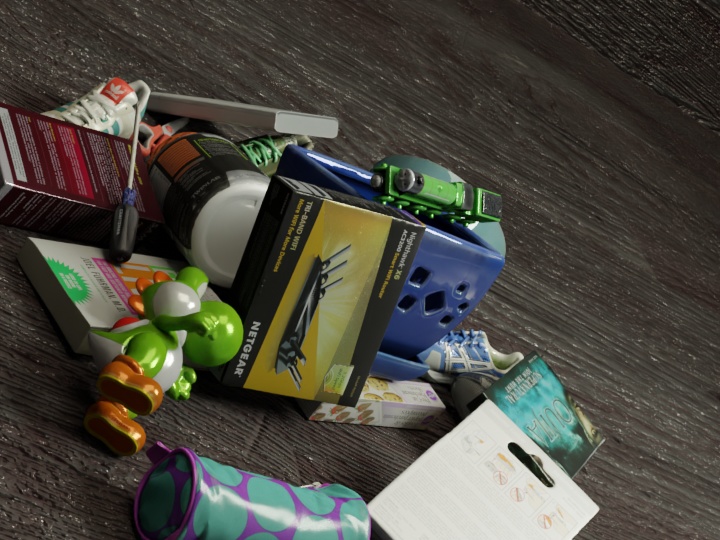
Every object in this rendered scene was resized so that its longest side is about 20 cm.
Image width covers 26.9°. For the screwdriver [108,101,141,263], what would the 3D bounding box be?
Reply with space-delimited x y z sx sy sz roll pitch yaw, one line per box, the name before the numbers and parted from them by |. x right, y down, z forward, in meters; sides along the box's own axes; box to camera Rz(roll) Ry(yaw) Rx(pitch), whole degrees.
screwdriver | -0.227 -0.094 1.505 0.028 0.029 0.201 32 49 -37

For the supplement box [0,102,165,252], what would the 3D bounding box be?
supplement box | -0.299 -0.092 1.506 0.199 0.061 0.109 14 46 -46

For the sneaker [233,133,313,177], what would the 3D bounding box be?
sneaker | -0.123 -0.143 1.845 0.077 0.088 0.200 56 25 6

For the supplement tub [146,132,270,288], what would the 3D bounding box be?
supplement tub | -0.156 -0.071 1.599 0.122 0.123 0.200 25 10 -31

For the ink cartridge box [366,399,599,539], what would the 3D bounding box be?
ink cartridge box | 0.113 0.240 1.460 0.160 0.047 0.200 44 52 12

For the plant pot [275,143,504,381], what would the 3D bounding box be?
plant pot | 0.000 0.000 1.624 0.199 0.181 0.200 20 13 -36

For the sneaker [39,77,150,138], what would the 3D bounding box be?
sneaker | -0.295 -0.170 1.633 0.070 0.094 0.200 43 22 9

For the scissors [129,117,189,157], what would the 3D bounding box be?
scissors | -0.239 -0.171 1.815 0.073 0.014 0.200 42 21 -18

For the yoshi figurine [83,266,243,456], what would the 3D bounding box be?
yoshi figurine | -0.161 0.075 1.336 0.200 0.112 0.112 -65 140 -52

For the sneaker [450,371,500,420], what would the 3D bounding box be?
sneaker | 0.156 0.191 1.699 0.085 0.077 0.200 6 40 -47

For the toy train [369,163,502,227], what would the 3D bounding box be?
toy train | 0.081 -0.076 1.549 0.200 0.056 0.042 11 79 -55

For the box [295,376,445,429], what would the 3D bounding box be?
box | 0.011 0.139 1.611 0.199 0.039 0.042 12 35 -48

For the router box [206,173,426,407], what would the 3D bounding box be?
router box | -0.044 0.023 1.452 0.157 0.201 0.052 13 15 -33

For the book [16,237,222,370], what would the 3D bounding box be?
book | -0.219 0.032 1.454 0.199 0.048 0.134 9 33 -49

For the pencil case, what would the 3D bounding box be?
pencil case | -0.090 0.207 1.270 0.199 0.085 0.093 21 45 -39

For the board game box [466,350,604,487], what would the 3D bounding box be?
board game box | 0.198 0.170 1.675 0.136 0.028 0.200 52 25 5

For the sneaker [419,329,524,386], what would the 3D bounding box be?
sneaker | 0.109 0.094 1.798 0.199 0.077 0.076 27 27 -25

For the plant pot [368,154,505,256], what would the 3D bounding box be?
plant pot | 0.056 -0.020 1.822 0.200 0.200 0.135 40 60 0

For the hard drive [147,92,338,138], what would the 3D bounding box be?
hard drive | -0.145 -0.192 1.855 0.199 0.027 0.132 13 8 32
